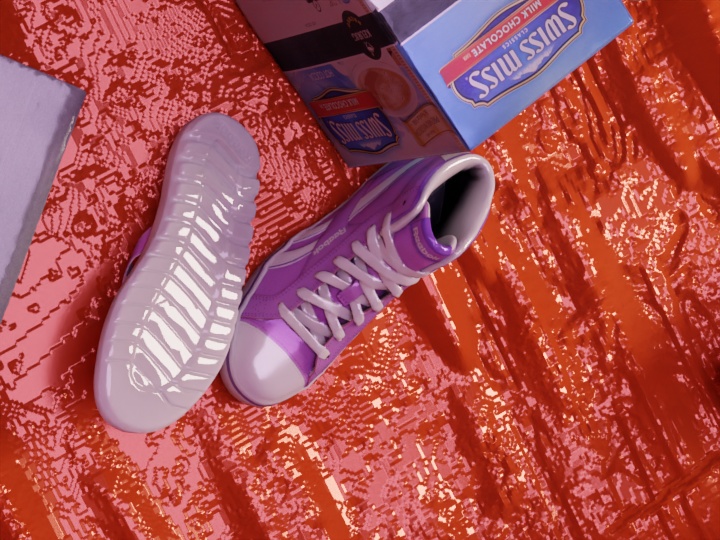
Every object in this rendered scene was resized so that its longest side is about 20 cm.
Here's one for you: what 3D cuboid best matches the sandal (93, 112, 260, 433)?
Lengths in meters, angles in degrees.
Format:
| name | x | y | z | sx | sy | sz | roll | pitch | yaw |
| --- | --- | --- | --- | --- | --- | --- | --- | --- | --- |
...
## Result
| name | x | y | z | sx | sy | sz | roll | pitch | yaw |
| --- | --- | --- | --- | --- | --- | --- | --- | --- | --- |
| sandal | -0.109 | 0.005 | 1.586 | 0.082 | 0.050 | 0.204 | 34 | 65 | -31 |

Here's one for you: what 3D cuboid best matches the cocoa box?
| name | x | y | z | sx | sy | sz | roll | pitch | yaw |
| --- | --- | --- | --- | --- | --- | --- | --- | --- | --- |
| cocoa box | 0.039 | -0.151 | 1.558 | 0.133 | 0.200 | 0.132 | -38 | 102 | -17 |

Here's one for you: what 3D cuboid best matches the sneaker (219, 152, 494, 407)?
| name | x | y | z | sx | sy | sz | roll | pitch | yaw |
| --- | --- | --- | --- | --- | --- | --- | --- | --- | --- |
| sneaker | 0.000 | -0.001 | 1.588 | 0.073 | 0.114 | 0.201 | 44 | 77 | -15 |

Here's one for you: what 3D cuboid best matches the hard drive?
| name | x | y | z | sx | sy | sz | roll | pitch | yaw |
| --- | --- | --- | --- | --- | --- | --- | --- | --- | --- |
| hard drive | -0.256 | -0.035 | 1.539 | 0.139 | 0.033 | 0.201 | 22 | 82 | -18 |
